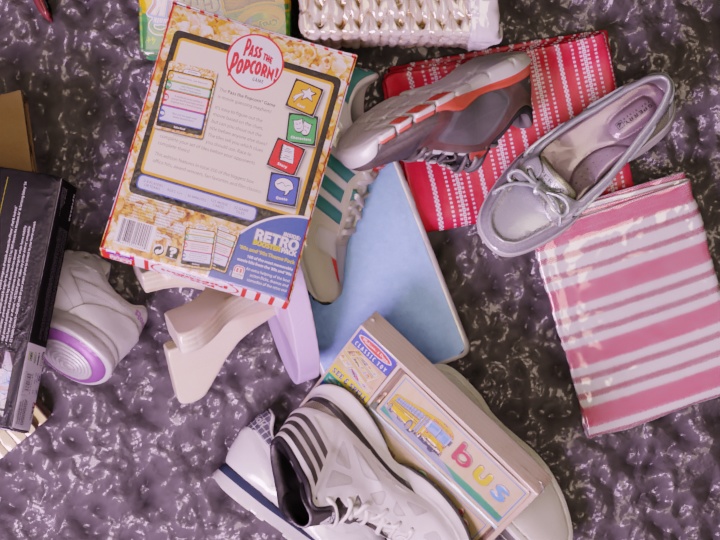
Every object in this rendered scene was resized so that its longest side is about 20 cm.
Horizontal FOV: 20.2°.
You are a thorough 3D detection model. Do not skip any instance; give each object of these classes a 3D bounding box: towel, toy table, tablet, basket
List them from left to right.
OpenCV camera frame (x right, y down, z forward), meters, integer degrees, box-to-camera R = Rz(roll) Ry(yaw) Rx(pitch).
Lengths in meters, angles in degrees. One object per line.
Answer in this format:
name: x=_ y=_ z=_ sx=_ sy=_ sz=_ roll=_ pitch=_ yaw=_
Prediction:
toy table: x=-0.112 y=0.013 z=1.644 sx=0.116 sy=0.184 sz=0.201 roll=-17 pitch=103 yaw=-12
tablet: x=0.000 y=0.000 z=1.714 sx=0.129 sy=0.014 sz=0.201 roll=-21 pitch=95 yaw=8
basket: x=0.027 y=-0.273 z=1.612 sx=0.159 sy=0.200 sz=0.200 roll=-3 pitch=94 yaw=-1
towel: x=0.125 y=-0.118 z=1.716 sx=0.198 sy=0.022 sz=0.146 roll=-11 pitch=95 yaw=-2
towel: x=0.235 y=0.030 z=1.728 sx=0.145 sy=0.030 sz=0.201 roll=-17 pitch=101 yaw=-1

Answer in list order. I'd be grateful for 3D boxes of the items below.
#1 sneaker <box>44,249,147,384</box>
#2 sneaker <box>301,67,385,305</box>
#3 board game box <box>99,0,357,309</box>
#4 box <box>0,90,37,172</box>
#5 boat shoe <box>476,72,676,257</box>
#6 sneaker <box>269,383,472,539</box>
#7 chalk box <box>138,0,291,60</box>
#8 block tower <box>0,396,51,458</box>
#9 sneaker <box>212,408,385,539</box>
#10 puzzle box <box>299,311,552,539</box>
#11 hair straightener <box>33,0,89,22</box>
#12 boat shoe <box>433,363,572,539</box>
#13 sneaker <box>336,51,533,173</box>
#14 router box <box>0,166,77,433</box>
sneaker: x=-0.269 y=0.014 z=1.690 sx=0.199 sy=0.075 sz=0.100 roll=35 pitch=51 yaw=9
sneaker: x=-0.014 y=-0.073 z=1.664 sx=0.093 sy=0.070 sz=0.202 roll=-5 pitch=94 yaw=10
board game box: x=-0.100 y=-0.088 z=1.552 sx=0.150 sy=0.046 sz=0.201 roll=17 pitch=81 yaw=-3
box: x=-0.359 y=-0.051 z=1.655 sx=0.198 sy=0.021 sz=0.165 roll=-14 pitch=67 yaw=4
boat shoe: x=0.179 y=-0.091 z=1.672 sx=0.201 sy=0.065 sz=0.075 roll=-37 pitch=79 yaw=-2
sneaker: x=-0.002 y=0.200 z=1.649 sx=0.201 sy=0.076 sz=0.115 roll=49 pitch=48 yaw=0
chalk box: x=-0.117 y=-0.229 z=1.644 sx=0.123 sy=0.124 sz=0.202 roll=-2 pitch=94 yaw=-2
block tower: x=-0.355 y=0.166 z=1.697 sx=0.200 sy=0.054 sz=0.058 roll=-41 pitch=94 yaw=0
sneaker: x=-0.027 y=0.203 z=1.709 sx=0.200 sy=0.076 sz=0.081 roll=37 pitch=82 yaw=-6
puzzle box: x=0.051 y=0.141 z=1.669 sx=0.200 sy=0.025 sz=0.133 roll=43 pitch=136 yaw=6
hair straightener: x=-0.271 y=-0.312 z=1.679 sx=0.077 sy=0.041 sz=0.201 roll=-26 pitch=91 yaw=-1
boat shoe: x=0.103 y=0.168 z=1.717 sx=0.202 sy=0.060 sz=0.072 roll=51 pitch=52 yaw=-8
sneaker: x=0.072 y=-0.111 z=1.637 sx=0.199 sy=0.077 sz=0.082 roll=-28 pitch=110 yaw=-29
router box: x=-0.315 y=0.015 z=1.586 sx=0.148 sy=0.051 sz=0.202 roll=10 pitch=83 yaw=9
